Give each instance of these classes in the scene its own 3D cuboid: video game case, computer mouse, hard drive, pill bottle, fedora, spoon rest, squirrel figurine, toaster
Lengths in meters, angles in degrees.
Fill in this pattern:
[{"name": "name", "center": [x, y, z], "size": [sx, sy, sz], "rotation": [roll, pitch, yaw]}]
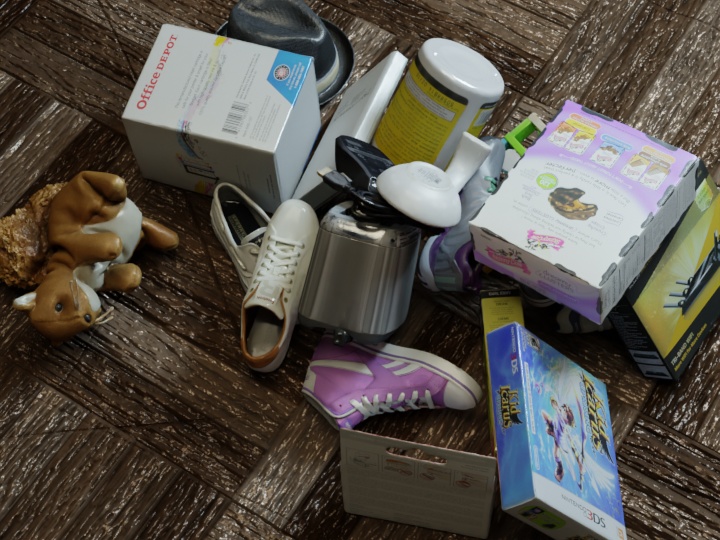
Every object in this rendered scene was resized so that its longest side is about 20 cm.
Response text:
[{"name": "video game case", "center": [0.206, 0.179, 1.436], "size": [0.045, 0.181, 0.202], "rotation": [-24, 50, 30]}, {"name": "computer mouse", "center": [-0.002, -0.092, 1.520], "size": [0.139, 0.046, 0.200], "rotation": [12, 25, -37]}, {"name": "hard drive", "center": [-0.016, -0.167, 1.698], "size": [0.026, 0.132, 0.202], "rotation": [34, 58, -17]}, {"name": "pill bottle", "center": [0.079, -0.164, 1.639], "size": [0.110, 0.201, 0.112], "rotation": [22, 31, -14]}, {"name": "fedora", "center": [-0.107, -0.300, 1.803], "size": [0.197, 0.092, 0.203], "rotation": [-1, 57, 2]}, {"name": "spoon rest", "center": [0.084, -0.093, 1.508], "size": [0.099, 0.061, 0.200], "rotation": [33, 32, 13]}, {"name": "squirrel figurine", "center": [-0.347, -0.009, 1.617], "size": [0.198, 0.142, 0.188], "rotation": [13, 67, 27]}, {"name": "toaster", "center": [0.000, 0.000, 1.534], "size": [0.112, 0.200, 0.131], "rotation": [14, 103, 12]}]

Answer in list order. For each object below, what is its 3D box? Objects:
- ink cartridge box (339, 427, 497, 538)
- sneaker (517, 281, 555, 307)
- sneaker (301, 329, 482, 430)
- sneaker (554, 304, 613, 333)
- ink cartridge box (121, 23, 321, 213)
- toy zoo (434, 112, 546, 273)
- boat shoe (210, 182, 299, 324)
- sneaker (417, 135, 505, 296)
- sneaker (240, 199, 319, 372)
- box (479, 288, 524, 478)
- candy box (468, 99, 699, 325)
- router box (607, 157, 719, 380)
[{"name": "ink cartridge box", "center": [0.060, 0.203, 1.404], "size": [0.158, 0.201, 0.048], "rotation": [10, 57, 8]}, {"name": "sneaker", "center": [0.252, -0.050, 1.558], "size": [0.078, 0.080, 0.200], "rotation": [34, 76, 28]}, {"name": "sneaker", "center": [0.030, 0.143, 1.529], "size": [0.198, 0.073, 0.115], "rotation": [15, 62, 23]}, {"name": "sneaker", "center": [0.240, -0.018, 1.620], "size": [0.087, 0.076, 0.202], "rotation": [-12, 56, -6]}, {"name": "ink cartridge box", "center": [-0.167, -0.185, 1.694], "size": [0.197, 0.145, 0.149], "rotation": [15, 64, 11]}, {"name": "toy zoo", "center": [0.168, -0.084, 1.655], "size": [0.200, 0.020, 0.132], "rotation": [-41, 51, 4]}, {"name": "boat shoe", "center": [-0.118, -0.024, 1.639], "size": [0.071, 0.066, 0.201], "rotation": [-24, 60, -14]}, {"name": "sneaker", "center": [0.143, -0.060, 1.593], "size": [0.087, 0.074, 0.202], "rotation": [13, 72, 37]}, {"name": "sneaker", "center": [-0.089, 0.015, 1.558], "size": [0.072, 0.085, 0.203], "rotation": [11, 83, 6]}, {"name": "box", "center": [0.163, 0.124, 1.530], "size": [0.049, 0.076, 0.202], "rotation": [-4, 58, 2]}, {"name": "candy box", "center": [0.240, -0.066, 1.481], "size": [0.167, 0.072, 0.200], "rotation": [29, 65, 28]}, {"name": "router box", "center": [0.353, -0.003, 1.561], "size": [0.052, 0.158, 0.200], "rotation": [1, 44, 52]}]
